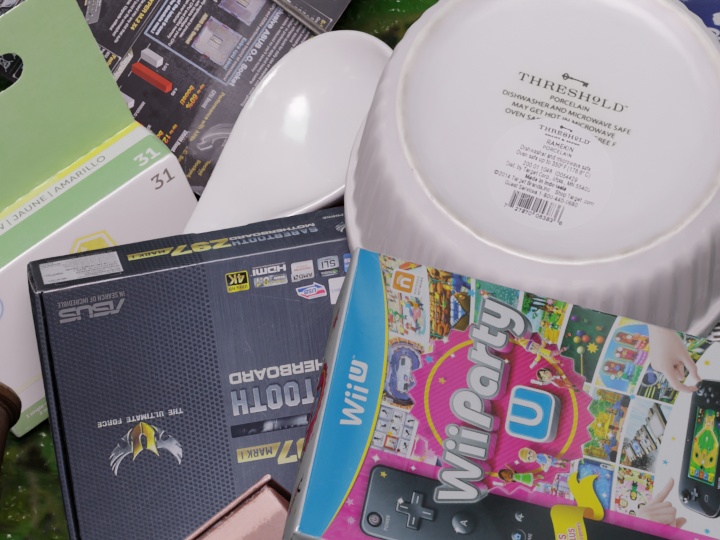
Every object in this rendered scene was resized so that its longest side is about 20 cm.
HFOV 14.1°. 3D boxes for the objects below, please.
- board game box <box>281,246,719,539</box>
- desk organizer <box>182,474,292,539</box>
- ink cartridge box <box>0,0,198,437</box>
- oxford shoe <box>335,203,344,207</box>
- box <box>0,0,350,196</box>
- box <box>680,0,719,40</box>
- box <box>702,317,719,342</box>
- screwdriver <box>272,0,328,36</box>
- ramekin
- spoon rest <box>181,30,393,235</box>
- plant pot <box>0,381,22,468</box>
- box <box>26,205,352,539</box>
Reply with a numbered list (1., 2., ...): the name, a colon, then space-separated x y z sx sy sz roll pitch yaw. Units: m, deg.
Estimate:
1. board game box: 0.075 0.089 1.278 0.200 0.064 0.148 14 59 -4
2. desk organizer: -0.027 0.165 1.368 0.072 0.200 0.077 -38 71 0
3. ink cartridge box: -0.162 -0.029 1.473 0.145 0.200 0.048 -35 45 -13
4. oxford shoe: 0.000 0.000 1.523 0.200 0.073 0.071 -48 52 3
5. box: -0.089 -0.159 1.522 0.200 0.158 0.050 -56 29 5
6. box: 0.183 -0.109 1.535 0.200 0.032 0.121 8 32 19
7. box: 0.148 0.050 1.456 0.200 0.131 0.199 -4 65 0
8. screwdriver: -0.001 -0.111 1.539 0.200 0.029 0.028 36 90 -19
9. ramekin: 0.093 -0.051 1.369 0.200 0.105 0.200 1 65 -2
10. spoon rest: -0.045 -0.034 1.482 0.099 0.061 0.200 28 88 40
11. plant pot: -0.272 0.153 1.405 0.200 0.200 0.198 2 73 4
12. box: -0.057 0.058 1.445 0.200 0.158 0.051 -9 21 -9
